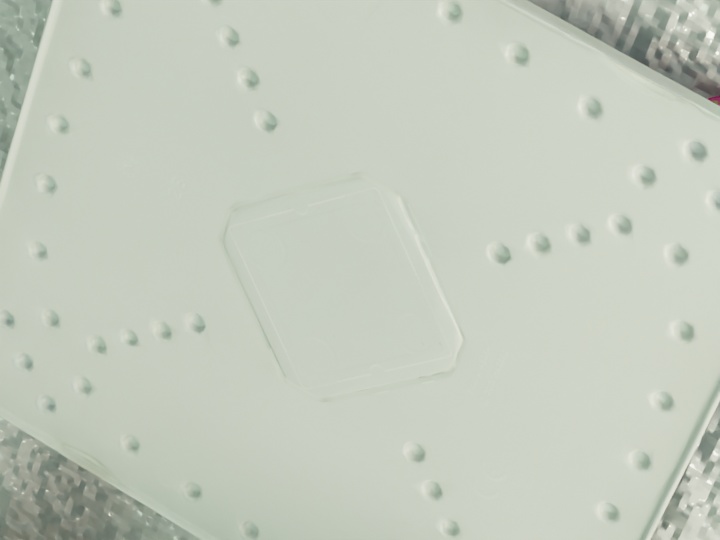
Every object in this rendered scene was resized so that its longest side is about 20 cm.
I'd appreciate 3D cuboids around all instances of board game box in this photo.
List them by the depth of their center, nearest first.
[{"bbox_3d":[0.000,0.000,0.768,0.200,0.026,0.200,30,127,12],"label":"board game box"}]
